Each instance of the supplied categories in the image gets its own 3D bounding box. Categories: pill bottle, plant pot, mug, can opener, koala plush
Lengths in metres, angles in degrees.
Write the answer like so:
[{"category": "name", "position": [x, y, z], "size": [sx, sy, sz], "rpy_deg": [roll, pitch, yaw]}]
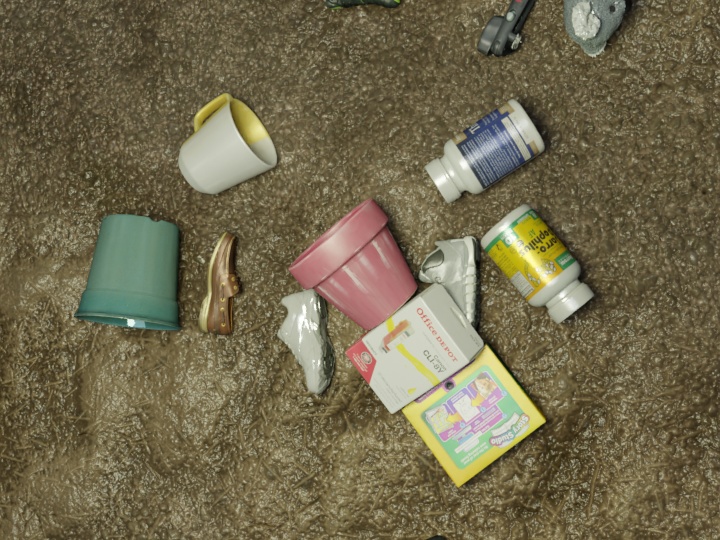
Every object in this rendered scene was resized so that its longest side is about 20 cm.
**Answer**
[{"category": "pill bottle", "position": [0.220, -0.208, 1.604], "size": [0.199, 0.111, 0.111], "rpy_deg": [-33, 82, 8]}, {"category": "plant pot", "position": [-0.431, 0.004, 1.702], "size": [0.199, 0.200, 0.198], "rpy_deg": [3, 81, 12]}, {"category": "mug", "position": [-0.261, -0.232, 1.713], "size": [0.153, 0.187, 0.150], "rpy_deg": [-31, 115, 18]}, {"category": "can opener", "position": [0.287, -0.478, 1.625], "size": [0.078, 0.063, 0.201], "rpy_deg": [31, 95, 12]}, {"category": "plant pot", "position": [0.000, 0.000, 1.612], "size": [0.200, 0.200, 0.179], "rpy_deg": [-39, 96, 8]}, {"category": "koala plush", "position": [0.400, -0.482, 1.554], "size": [0.183, 0.177, 0.202], "rpy_deg": [0, 92, 17]}, {"category": "pill bottle", "position": [0.315, -0.008, 1.576], "size": [0.113, 0.113, 0.200], "rpy_deg": [-40, 80, 8]}]

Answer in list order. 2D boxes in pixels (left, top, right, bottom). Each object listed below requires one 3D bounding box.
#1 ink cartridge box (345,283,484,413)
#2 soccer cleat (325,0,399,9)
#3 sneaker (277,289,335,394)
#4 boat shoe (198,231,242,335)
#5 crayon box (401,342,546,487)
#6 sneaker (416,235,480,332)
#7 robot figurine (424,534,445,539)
[{"category": "ink cartridge box", "position": [0.095, 0.138, 1.587], "size": [0.200, 0.083, 0.145], "rpy_deg": [-39, 87, 32]}, {"category": "soccer cleat", "position": [-0.019, -0.528, 1.698], "size": [0.199, 0.067, 0.081], "rpy_deg": [26, 111, 13]}, {"category": "sneaker", "position": [-0.107, 0.135, 1.686], "size": [0.099, 0.078, 0.201], "rpy_deg": [-11, 77, 18]}, {"category": "boat shoe", "position": [-0.259, 0.027, 1.721], "size": [0.067, 0.072, 0.201], "rpy_deg": [12, 96, 7]}, {"category": "crayon box", "position": [0.205, 0.259, 1.616], "size": [0.200, 0.058, 0.173], "rpy_deg": [-38, 82, 8]}, {"category": "sneaker", "position": [0.159, 0.038, 1.634], "size": [0.115, 0.075, 0.201], "rpy_deg": [-1, 78, 17]}, {"category": "robot figurine", "position": [0.141, 0.570, 1.586], "size": [0.199, 0.125, 0.151], "rpy_deg": [-28, 106, 9]}]
